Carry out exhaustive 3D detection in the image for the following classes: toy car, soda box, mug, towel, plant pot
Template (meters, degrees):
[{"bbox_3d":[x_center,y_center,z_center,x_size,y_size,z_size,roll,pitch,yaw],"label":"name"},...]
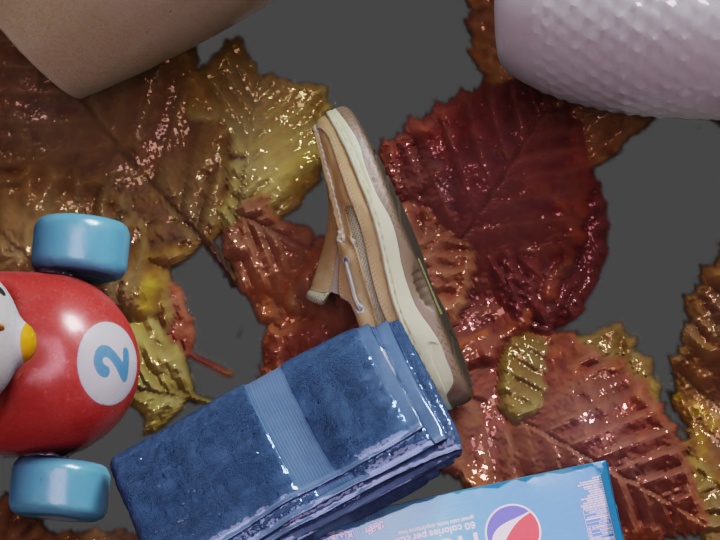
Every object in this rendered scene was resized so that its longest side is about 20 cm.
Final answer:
[{"bbox_3d":[-0.222,0.045,1.374,0.176,0.200,0.185,4,80,0],"label":"toy car"},{"bbox_3d":[0.056,0.167,1.420,0.199,0.068,0.064,-11,81,-2],"label":"soda box"},{"bbox_3d":[0.178,-0.186,1.459,0.175,0.148,0.201,1,49,11],"label":"mug"},{"bbox_3d":[-0.047,0.109,1.385,0.199,0.049,0.112,-28,56,1],"label":"towel"},{"bbox_3d":[-0.133,-0.207,1.445,0.200,0.187,0.187,-41,82,7],"label":"plant pot"}]

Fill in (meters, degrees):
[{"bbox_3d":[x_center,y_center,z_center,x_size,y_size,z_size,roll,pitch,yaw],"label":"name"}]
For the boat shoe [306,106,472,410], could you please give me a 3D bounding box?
[{"bbox_3d":[0.000,0.000,1.453,0.076,0.072,0.201,-22,81,7],"label":"boat shoe"}]
